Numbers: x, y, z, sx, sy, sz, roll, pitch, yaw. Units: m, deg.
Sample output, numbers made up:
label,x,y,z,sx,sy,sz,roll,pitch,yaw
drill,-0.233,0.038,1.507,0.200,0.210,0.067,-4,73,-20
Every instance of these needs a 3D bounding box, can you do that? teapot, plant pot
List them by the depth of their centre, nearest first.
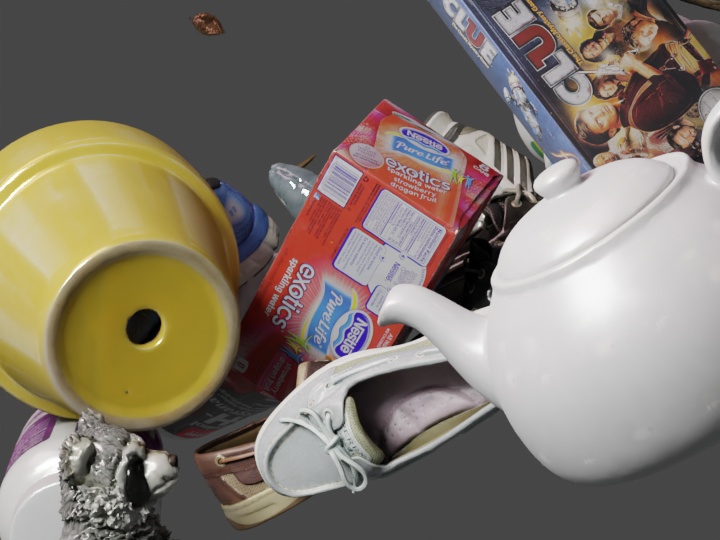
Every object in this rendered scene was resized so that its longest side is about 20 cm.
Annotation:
label,x,y,z,sx,sy,sz,roll,pitch,yaw
teapot,0.142,0.004,1.141,0.200,0.146,0.197,-37,12,-21
plant pot,-0.164,0.016,1.473,0.201,0.201,0.189,-35,24,-7

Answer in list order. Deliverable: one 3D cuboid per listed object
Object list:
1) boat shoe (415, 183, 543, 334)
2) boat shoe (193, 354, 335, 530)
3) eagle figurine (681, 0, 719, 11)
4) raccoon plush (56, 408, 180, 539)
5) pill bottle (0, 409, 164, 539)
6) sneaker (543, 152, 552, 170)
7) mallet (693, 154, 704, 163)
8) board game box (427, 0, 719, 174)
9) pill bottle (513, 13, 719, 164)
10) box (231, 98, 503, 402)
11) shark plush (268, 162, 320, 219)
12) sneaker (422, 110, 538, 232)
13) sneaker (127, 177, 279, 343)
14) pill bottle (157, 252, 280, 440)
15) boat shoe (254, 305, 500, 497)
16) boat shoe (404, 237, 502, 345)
label,x,y,z,sx,sy,sz,roll,pitch,yaw
boat shoe,0.115,-0.025,1.561,0.200,0.064,0.071,-35,11,-7
boat shoe,-0.018,0.090,1.425,0.200,0.072,0.072,-31,11,15
eagle figurine,0.297,-0.186,1.496,0.152,0.151,0.200,-9,17,41
raccoon plush,-0.189,0.181,1.358,0.200,0.134,0.097,-35,12,-9
pill bottle,-0.193,0.158,1.538,0.112,0.112,0.200,-33,11,4
sneaker,0.149,-0.123,1.556,0.075,0.200,0.087,8,-15,-26
mallet,0.169,-0.008,1.416,0.200,0.041,0.066,-37,10,4
board game box,0.155,-0.141,1.475,0.135,0.200,0.035,-32,-10,-28
pill bottle,0.202,-0.132,1.640,0.113,0.113,0.200,-37,11,-18
box,0.000,0.000,1.488,0.200,0.100,0.095,-61,-7,34
shark plush,0.004,-0.019,1.707,0.091,0.083,0.200,-36,44,-11
sneaker,0.066,-0.029,1.614,0.201,0.115,0.076,-58,-19,-34
sneaker,-0.159,0.007,1.619,0.200,0.089,0.079,-42,21,-1
pill bottle,-0.119,0.068,1.714,0.200,0.111,0.111,-25,14,40
boat shoe,0.022,0.084,1.344,0.202,0.075,0.065,-24,9,15
boat shoe,0.101,0.000,1.484,0.199,0.066,0.075,-32,12,12
